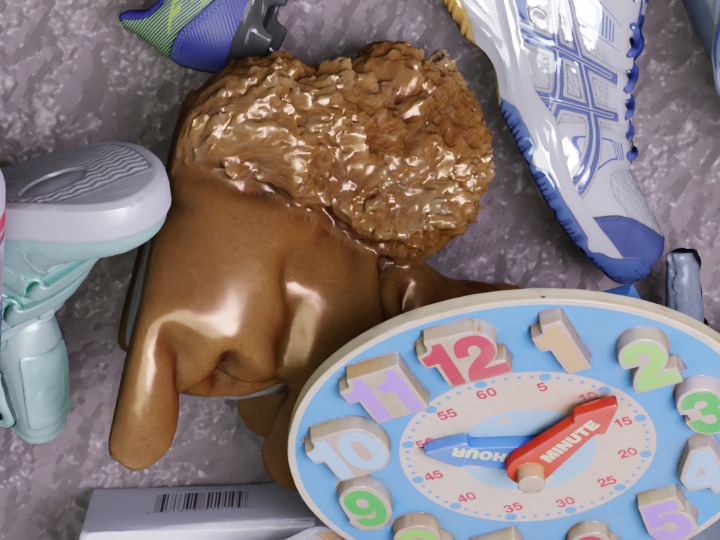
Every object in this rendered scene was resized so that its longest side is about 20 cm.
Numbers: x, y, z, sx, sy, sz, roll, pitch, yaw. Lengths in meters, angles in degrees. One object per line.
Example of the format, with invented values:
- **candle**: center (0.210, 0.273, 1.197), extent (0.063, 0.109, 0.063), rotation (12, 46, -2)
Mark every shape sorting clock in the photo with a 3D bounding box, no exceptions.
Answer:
- **shape sorting clock**: center (0.070, 0.074, 1.012), extent (0.200, 0.039, 0.200), rotation (1, 137, 1)

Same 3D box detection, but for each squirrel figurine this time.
- **squirrel figurine**: center (0.000, 0.000, 1.068), extent (0.187, 0.142, 0.200), rotation (13, 103, -8)

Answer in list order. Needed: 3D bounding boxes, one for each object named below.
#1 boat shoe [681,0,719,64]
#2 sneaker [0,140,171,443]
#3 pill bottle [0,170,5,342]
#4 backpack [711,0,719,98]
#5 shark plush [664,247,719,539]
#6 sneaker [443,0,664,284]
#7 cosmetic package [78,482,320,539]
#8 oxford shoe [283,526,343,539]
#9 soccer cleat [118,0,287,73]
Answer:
- **boat shoe**: center (0.173, -0.175, 1.051), extent (0.091, 0.071, 0.200), rotation (-20, 116, -1)
- **sneaker**: center (-0.131, 0.013, 1.060), extent (0.074, 0.200, 0.118), rotation (-30, 105, -36)
- **pill bottle**: center (-0.208, 0.049, 0.994), extent (0.120, 0.120, 0.200), rotation (6, 113, 0)
- **backpack**: center (0.246, -0.099, 1.021), extent (0.200, 0.154, 0.163), rotation (-33, 136, -32)
- **shark plush**: center (0.152, 0.093, 1.106), extent (0.091, 0.083, 0.200), rotation (14, 100, -2)
- **sneaker**: center (0.099, -0.093, 1.078), extent (0.088, 0.075, 0.200), rotation (-26, 99, 5)
- **cosmetic package**: center (-0.070, 0.203, 1.130), extent (0.113, 0.081, 0.200), rotation (-3, 99, -1)
- **oxford shoe**: center (-0.082, 0.164, 1.057), extent (0.200, 0.075, 0.058), rotation (-22, 55, 10)
- **soccer cleat**: center (-0.052, -0.185, 1.070), extent (0.084, 0.065, 0.200), rotation (18, 99, 4)
